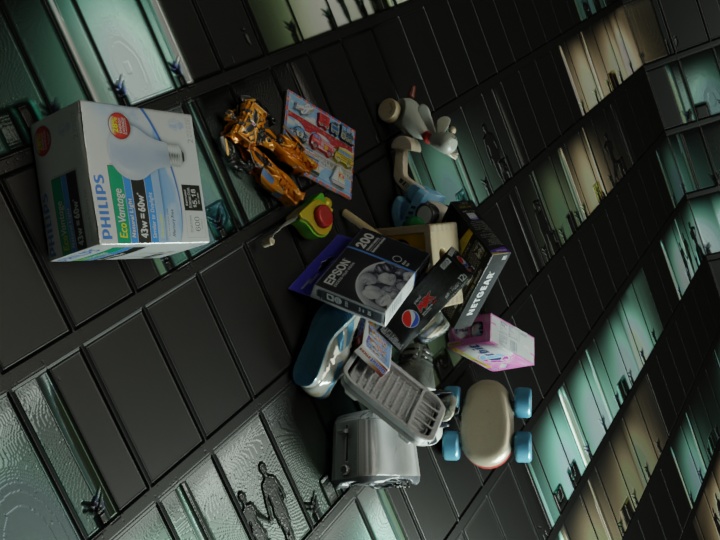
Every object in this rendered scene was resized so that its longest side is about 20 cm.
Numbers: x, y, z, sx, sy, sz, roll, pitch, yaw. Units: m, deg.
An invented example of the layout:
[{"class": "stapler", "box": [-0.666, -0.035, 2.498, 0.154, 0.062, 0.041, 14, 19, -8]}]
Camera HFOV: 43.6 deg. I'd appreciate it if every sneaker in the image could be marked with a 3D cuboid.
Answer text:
[{"class": "sneaker", "box": [0.145, 0.084, 1.884, 0.087, 0.077, 0.200, 53, 35, -10]}, {"class": "sneaker", "box": [0.146, 0.287, 1.753, 0.200, 0.127, 0.081, 50, 44, -43]}, {"class": "sneaker", "box": [-0.049, 0.129, 1.600, 0.202, 0.075, 0.081, -61, 142, -19]}, {"class": "sneaker", "box": [0.083, 0.189, 1.769, 0.199, 0.070, 0.101, 20, 62, -53]}]

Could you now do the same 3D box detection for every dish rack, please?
[{"class": "dish rack", "box": [0.053, 0.224, 1.602, 0.199, 0.044, 0.172, 39, 22, 2]}]

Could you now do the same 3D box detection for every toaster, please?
[{"class": "toaster", "box": [0.032, 0.324, 1.626, 0.198, 0.112, 0.132, 15, 66, -46]}]

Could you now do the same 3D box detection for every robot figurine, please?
[{"class": "robot figurine", "box": [-0.164, -0.213, 1.579, 0.200, 0.057, 0.147, 43, 55, -35]}]

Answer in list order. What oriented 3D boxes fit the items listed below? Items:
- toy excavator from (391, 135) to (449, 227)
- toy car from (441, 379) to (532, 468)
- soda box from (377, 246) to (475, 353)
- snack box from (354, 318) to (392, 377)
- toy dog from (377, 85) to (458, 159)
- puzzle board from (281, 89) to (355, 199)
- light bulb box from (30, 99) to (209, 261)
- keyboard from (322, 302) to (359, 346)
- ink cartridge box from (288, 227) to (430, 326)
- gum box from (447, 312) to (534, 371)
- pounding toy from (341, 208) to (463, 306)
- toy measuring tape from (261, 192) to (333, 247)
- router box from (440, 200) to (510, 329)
[{"class": "toy excavator", "box": [0.109, -0.156, 1.885, 0.099, 0.199, 0.197, -1, 123, -51]}, {"class": "toy car", "box": [0.275, 0.340, 1.919, 0.200, 0.180, 0.181, 60, 31, -66]}, {"class": "soda box", "box": [0.120, 0.053, 1.648, 0.063, 0.200, 0.071, 43, 19, 0]}, {"class": "snack box", "box": [0.028, 0.119, 1.669, 0.072, 0.024, 0.201, 45, 19, -13]}, {"class": "toy dog", "box": [0.136, -0.323, 1.895, 0.098, 0.198, 0.132, -62, 163, 9]}, {"class": "puzzle board", "box": [-0.077, -0.240, 1.734, 0.198, 0.017, 0.154, 23, 62, -45]}, {"class": "light bulb box", "box": [-0.339, -0.122, 1.284, 0.198, 0.123, 0.203, -5, 83, -52]}, {"class": "keyboard", "box": [-0.017, 0.103, 1.705, 0.200, 0.039, 0.105, 41, 27, -35]}, {"class": "ink cartridge box", "box": [0.000, 0.000, 1.625, 0.199, 0.197, 0.044, -50, 152, -46]}, {"class": "gum box", "box": [0.287, 0.159, 1.992, 0.199, 0.112, 0.067, 28, 58, -44]}, {"class": "pounding toy", "box": [0.081, -0.028, 1.757, 0.141, 0.181, 0.205, -8, 94, -52]}, {"class": "toy measuring tape", "box": [-0.102, -0.073, 1.612, 0.200, 0.073, 0.075, -47, 115, -47]}, {"class": "router box", "box": [0.200, -0.011, 1.796, 0.051, 0.202, 0.158, -6, 46, -34]}]
